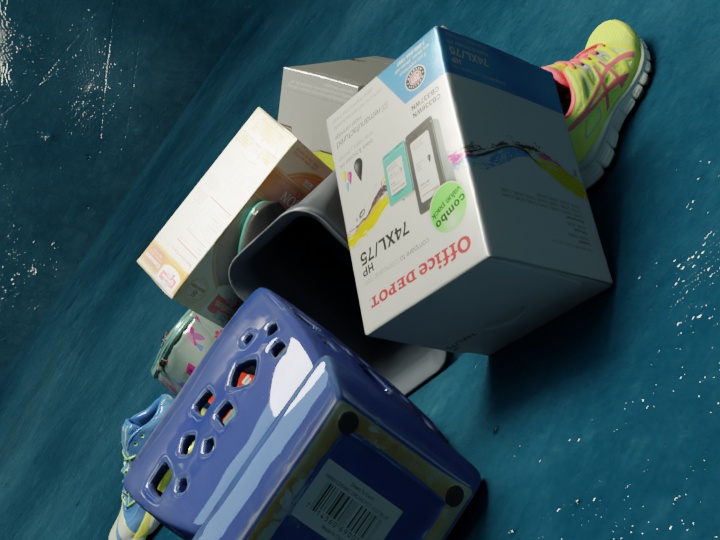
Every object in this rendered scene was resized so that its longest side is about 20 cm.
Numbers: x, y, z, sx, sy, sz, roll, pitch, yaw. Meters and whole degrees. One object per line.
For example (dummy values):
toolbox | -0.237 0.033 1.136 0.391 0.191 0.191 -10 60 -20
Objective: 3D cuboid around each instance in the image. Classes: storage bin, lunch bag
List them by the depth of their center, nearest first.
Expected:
storage bin | 0.000 0.000 1.069 0.145 0.200 0.135 -39 15 32
lunch bag | -0.174 0.069 1.414 0.200 0.077 0.160 -48 0 -32

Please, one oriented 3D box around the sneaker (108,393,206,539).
sneaker | -0.262 0.234 1.372 0.201 0.105 0.076 -55 20 -7

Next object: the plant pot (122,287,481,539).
plant pot | -0.038 0.162 0.876 0.201 0.199 0.179 -54 26 -5

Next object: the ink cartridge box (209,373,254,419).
ink cartridge box | -0.095 0.086 1.245 0.200 0.050 0.162 -47 40 1

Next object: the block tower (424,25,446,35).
block tower | 0.066 -0.210 1.448 0.202 0.058 0.054 -61 22 -16

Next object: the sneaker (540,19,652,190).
sneaker | 0.198 -0.166 1.032 0.078 0.090 0.202 -29 30 50

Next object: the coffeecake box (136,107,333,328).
coffeecake box | -0.110 -0.042 1.193 0.201 0.153 0.073 -51 55 2

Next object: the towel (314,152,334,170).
towel | -0.048 -0.097 1.347 0.085 0.018 0.201 -12 33 24

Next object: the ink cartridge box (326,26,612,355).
ink cartridge box | 0.083 -0.056 0.922 0.146 0.145 0.203 -34 56 40

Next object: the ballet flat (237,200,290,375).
ballet flat | -0.090 0.028 1.154 0.073 0.072 0.202 -87 10 -58

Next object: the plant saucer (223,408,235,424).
plant saucer | -0.109 0.189 1.141 0.200 0.038 0.203 -35 39 35

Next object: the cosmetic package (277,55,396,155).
cosmetic package | 0.002 -0.188 1.298 0.199 0.106 0.092 -21 -56 -59
